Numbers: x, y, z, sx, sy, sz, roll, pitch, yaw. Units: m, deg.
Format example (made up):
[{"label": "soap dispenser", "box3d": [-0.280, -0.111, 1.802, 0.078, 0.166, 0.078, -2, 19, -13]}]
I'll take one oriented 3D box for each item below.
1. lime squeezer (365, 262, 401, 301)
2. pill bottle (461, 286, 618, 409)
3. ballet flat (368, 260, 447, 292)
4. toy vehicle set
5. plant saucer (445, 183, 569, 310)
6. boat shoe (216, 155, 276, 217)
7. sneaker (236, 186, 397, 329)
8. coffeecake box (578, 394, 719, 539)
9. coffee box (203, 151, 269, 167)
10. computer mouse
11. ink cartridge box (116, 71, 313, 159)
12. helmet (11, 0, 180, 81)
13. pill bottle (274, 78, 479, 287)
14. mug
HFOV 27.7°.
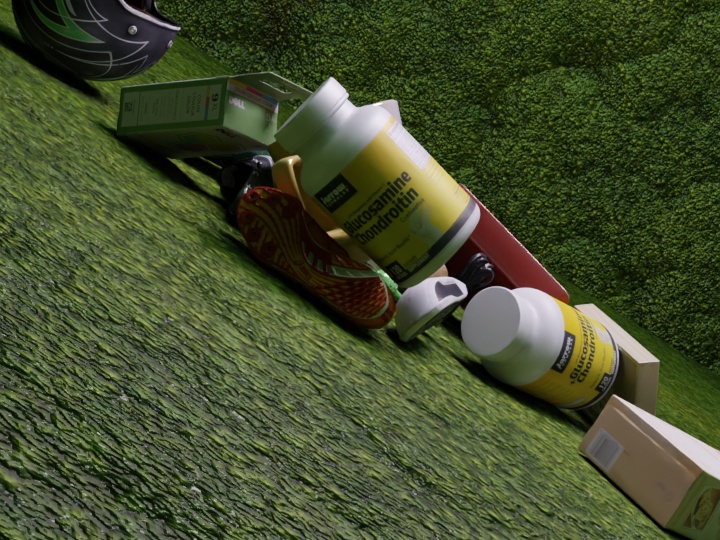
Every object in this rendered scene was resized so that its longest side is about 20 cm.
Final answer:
[{"label": "lime squeezer", "box3d": [0.000, 0.000, 1.646, 0.199, 0.038, 0.071, 29, 9, -26]}, {"label": "pill bottle", "box3d": [0.204, 0.085, 1.671, 0.199, 0.112, 0.112, 25, 11, -47]}, {"label": "ballet flat", "box3d": [0.014, -0.031, 1.746, 0.200, 0.068, 0.072, 39, 27, 8]}, {"label": "toy vehicle set", "box3d": [0.305, 0.133, 1.773, 0.026, 0.125, 0.200, -3, 19, -14]}, {"label": "plant saucer", "box3d": [0.163, 0.017, 1.820, 0.200, 0.037, 0.200, 48, -22, 19]}, {"label": "boat shoe", "box3d": [-0.128, -0.093, 1.614, 0.066, 0.070, 0.200, 32, 15, -19]}, {"label": "sneaker", "box3d": [-0.048, -0.007, 1.438, 0.200, 0.073, 0.077, 43, -6, 21]}, {"label": "coffeecake box", "box3d": [0.350, 0.227, 1.536, 0.199, 0.073, 0.153, 28, 9, -37]}, {"label": "coffee box", "box3d": [-0.130, -0.144, 1.811, 0.199, 0.044, 0.123, 28, -15, -29]}, {"label": "computer mouse", "box3d": [0.079, 0.030, 1.561, 0.044, 0.110, 0.200, 51, 16, 7]}, {"label": "ink cartridge box", "box3d": [-0.157, -0.168, 1.596, 0.199, 0.060, 0.104, -2, -11, 29]}, {"label": "helmet", "box3d": [-0.323, -0.325, 1.774, 0.198, 0.192, 0.200, -6, 5, 1]}, {"label": "pill bottle", "box3d": [0.013, -0.088, 1.428, 0.200, 0.112, 0.112, 45, 6, -8]}, {"label": "mug", "box3d": [-0.022, -0.081, 1.568, 0.149, 0.186, 0.154, -15, -85, 64]}]
